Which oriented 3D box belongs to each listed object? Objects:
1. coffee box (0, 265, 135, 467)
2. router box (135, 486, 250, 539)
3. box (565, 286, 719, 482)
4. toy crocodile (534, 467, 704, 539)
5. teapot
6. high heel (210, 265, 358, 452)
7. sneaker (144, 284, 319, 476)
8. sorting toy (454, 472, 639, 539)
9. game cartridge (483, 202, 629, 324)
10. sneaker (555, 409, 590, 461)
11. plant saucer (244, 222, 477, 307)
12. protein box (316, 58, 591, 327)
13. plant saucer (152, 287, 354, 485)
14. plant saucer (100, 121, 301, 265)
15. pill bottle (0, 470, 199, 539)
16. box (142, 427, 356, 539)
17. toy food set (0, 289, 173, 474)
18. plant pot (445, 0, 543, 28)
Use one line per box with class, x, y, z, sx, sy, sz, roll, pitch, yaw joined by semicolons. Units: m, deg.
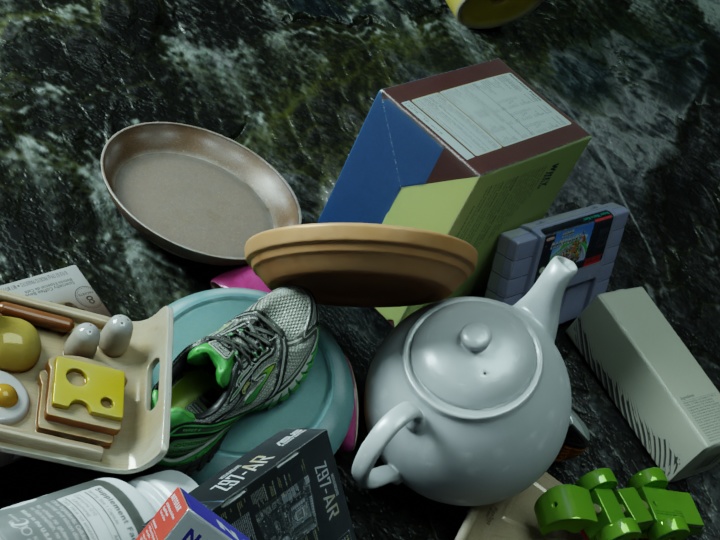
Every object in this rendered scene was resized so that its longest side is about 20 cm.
coffee box;-0.277;0.082;1.034;0.199;0.080;0.113;-18;61;-45
router box;-0.094;0.270;0.876;0.200;0.180;0.049;39;-3;-17
box;0.309;0.117;1.440;0.082;0.068;0.201;-6;54;-40
toy crocodile;0.241;0.223;1.249;0.199;0.062;0.068;8;48;-42
teapot;0.091;0.097;1.178;0.196;0.146;0.201;0;56;0
high heel;-0.066;0.077;1.214;0.095;0.067;0.201;-5;59;-23
sneaker;-0.097;0.078;1.086;0.078;0.085;0.200;34;54;13
sorting toy;0.173;0.268;1.218;0.200;0.036;0.185;40;39;-2
game cartridge;0.204;0.002;1.431;0.199;0.130;0.038;-16;41;-44
sneaker;0.147;0.098;1.331;0.200;0.076;0.092;39;42;2
plant saucer;0.000;0.000;1.165;0.199;0.200;0.038;8;77;-30
protein box;0.088;-0.081;1.364;0.135;0.199;0.200;44;39;21
plant saucer;-0.101;0.092;1.145;0.199;0.027;0.201;6;53;-8
plant saucer;-0.153;-0.068;1.301;0.199;0.032;0.201;18;34;-13
pill bottle;-0.200;0.208;0.936;0.199;0.114;0.114;-12;58;-44
box;-0.061;0.235;0.975;0.160;0.043;0.201;-31;111;-49
toy food set;-0.231;0.057;0.979;0.199;0.061;0.144;16;42;-21
plant pot;0.159;-0.432;1.805;0.200;0.201;0.190;-2;68;-37
